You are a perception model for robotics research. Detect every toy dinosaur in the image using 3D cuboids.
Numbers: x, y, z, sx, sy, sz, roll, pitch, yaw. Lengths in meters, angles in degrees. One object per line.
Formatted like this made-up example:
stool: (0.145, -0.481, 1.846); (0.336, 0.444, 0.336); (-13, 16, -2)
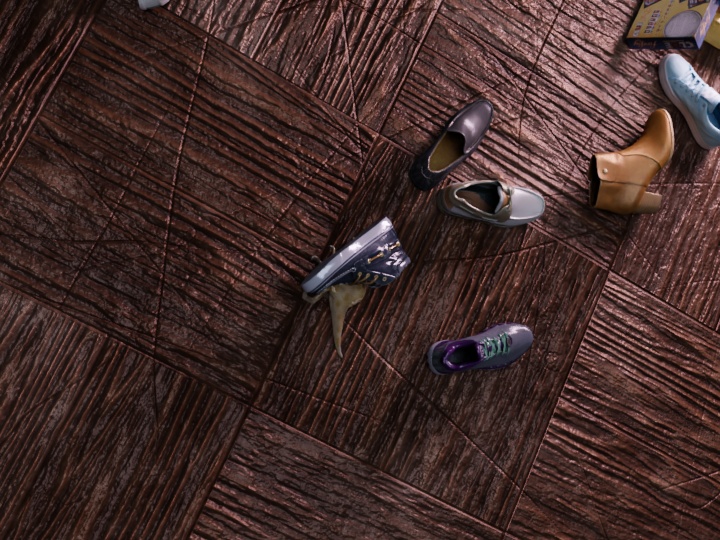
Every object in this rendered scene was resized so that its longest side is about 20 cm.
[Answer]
toy dinosaur: (-0.041, 0.035, 1.215); (0.099, 0.058, 0.204); (13, 83, -13)

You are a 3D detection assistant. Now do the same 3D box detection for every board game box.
board game box: (0.594, -0.502, 1.373); (0.034, 0.134, 0.202); (36, 77, -42)

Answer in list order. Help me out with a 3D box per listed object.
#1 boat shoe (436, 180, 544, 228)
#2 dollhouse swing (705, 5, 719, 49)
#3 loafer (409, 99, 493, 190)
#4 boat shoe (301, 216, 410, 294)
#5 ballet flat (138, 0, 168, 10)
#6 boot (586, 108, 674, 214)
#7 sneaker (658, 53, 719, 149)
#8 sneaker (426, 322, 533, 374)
boat shoe: (0.235, -0.116, 1.287); (0.196, 0.068, 0.076); (0, 86, -14)
dollhouse swing: (0.758, -0.536, 1.392); (0.179, 0.176, 0.203); (25, 80, -10)
loafer: (0.168, -0.221, 1.277); (0.073, 0.072, 0.201); (40, 77, -6)
boat shoe: (0.000, 0.000, 1.181); (0.199, 0.071, 0.092); (-38, 98, -32)
ballet flat: (-0.375, -0.506, 1.178); (0.069, 0.069, 0.202); (-31, 94, -14)
boot: (0.487, -0.205, 1.353); (0.141, 0.071, 0.206); (8, 89, -16)
sneaker: (0.642, -0.327, 1.395); (0.074, 0.082, 0.201); (-37, 95, -14)
sneaker: (0.214, 0.138, 1.253); (0.196, 0.087, 0.076); (-15, 89, -14)
